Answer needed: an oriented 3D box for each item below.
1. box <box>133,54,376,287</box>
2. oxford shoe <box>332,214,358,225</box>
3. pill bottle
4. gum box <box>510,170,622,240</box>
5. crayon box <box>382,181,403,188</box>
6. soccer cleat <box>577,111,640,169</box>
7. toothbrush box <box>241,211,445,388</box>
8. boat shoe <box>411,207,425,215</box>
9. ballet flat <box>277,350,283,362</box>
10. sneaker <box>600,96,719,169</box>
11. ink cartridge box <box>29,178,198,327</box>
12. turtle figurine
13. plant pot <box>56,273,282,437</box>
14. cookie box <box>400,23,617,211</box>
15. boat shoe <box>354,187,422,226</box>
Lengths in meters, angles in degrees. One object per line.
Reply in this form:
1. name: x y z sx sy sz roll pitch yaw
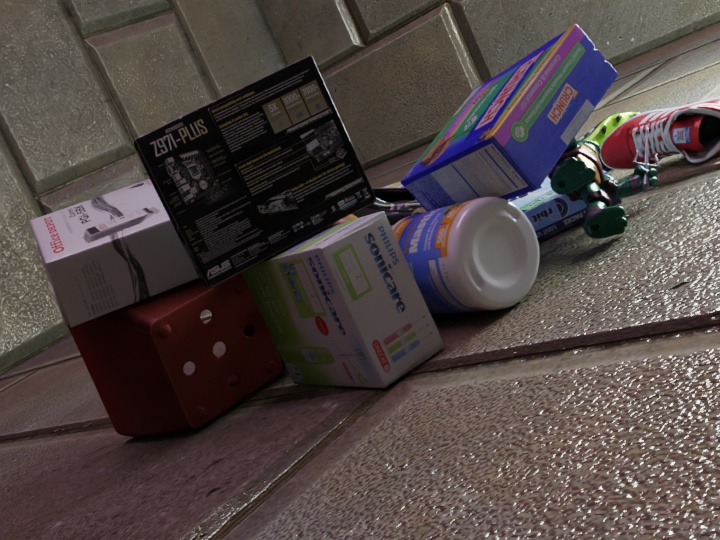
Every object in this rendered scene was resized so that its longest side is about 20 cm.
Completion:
1. box: -0.110 -0.101 0.934 0.198 0.165 0.086 -28 10 -11
2. oxford shoe: 0.000 0.000 1.119 0.071 0.201 0.072 23 69 24
3. pill bottle: 0.087 -0.010 0.965 0.111 0.113 0.199 -31 11 -29
4. gum box: 0.236 -0.085 1.185 0.168 0.045 0.200 -24 10 8
5. crayon box: 0.051 -0.094 1.394 0.118 0.059 0.199 -31 10 -25
6. soccer cleat: 0.346 -0.175 1.337 0.198 0.068 0.081 -29 -3 -15
7. toothbrush box: -0.025 0.035 0.919 0.086 0.147 0.199 -30 11 -30
8. boat shoe: 0.107 -0.038 1.093 0.075 0.073 0.200 4 12 -13
9. ballet flat: -0.025 0.051 1.091 0.198 0.063 0.067 -25 9 7
10. sneaker: 0.388 -0.168 1.146 0.198 0.072 0.112 -17 9 35
11. ink cartridge box: -0.263 -0.033 1.031 0.198 0.084 0.147 -22 30 -18
12. turtle figurine: 0.264 -0.122 1.028 0.101 0.149 0.201 -54 5 35
13. plant pot: -0.209 0.082 1.075 0.199 0.202 0.175 -31 22 -31
14. cookie box: 0.154 -0.149 0.967 0.172 0.075 0.200 -52 14 -22
15. boat shoe: 0.084 -0.096 1.221 0.197 0.064 0.073 -11 18 2
